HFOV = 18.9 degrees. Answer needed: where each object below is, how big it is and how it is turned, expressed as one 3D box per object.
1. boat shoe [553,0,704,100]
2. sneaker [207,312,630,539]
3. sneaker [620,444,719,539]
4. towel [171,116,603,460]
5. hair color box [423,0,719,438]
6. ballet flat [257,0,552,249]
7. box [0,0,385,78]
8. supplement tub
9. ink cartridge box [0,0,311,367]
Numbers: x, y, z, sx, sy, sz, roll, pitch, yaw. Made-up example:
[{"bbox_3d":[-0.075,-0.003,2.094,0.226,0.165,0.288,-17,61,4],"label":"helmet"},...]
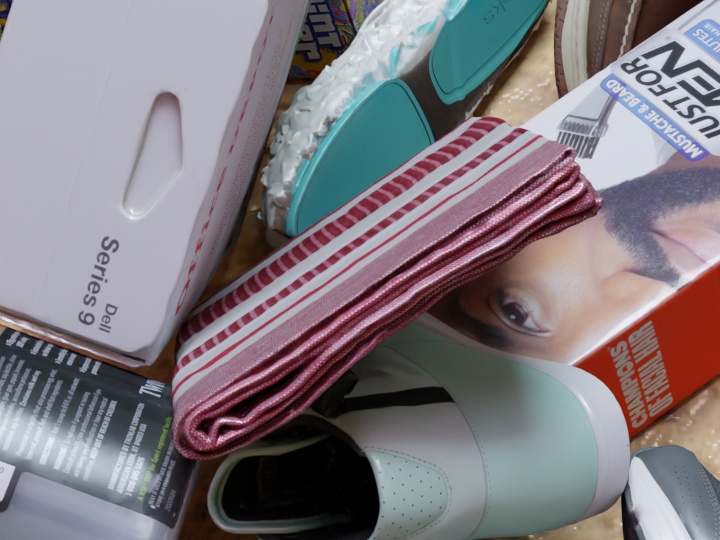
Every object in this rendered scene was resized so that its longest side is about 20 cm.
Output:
[{"bbox_3d":[0.137,-0.148,0.864,0.075,0.075,0.203,18,95,33],"label":"boat shoe"},{"bbox_3d":[-0.018,0.052,0.739,0.118,0.074,0.200,-6,7,-37],"label":"sneaker"},{"bbox_3d":[0.152,0.131,0.683,0.085,0.075,0.200,-25,56,-10],"label":"sneaker"},{"bbox_3d":[0.000,0.000,0.715,0.144,0.023,0.200,-34,9,0],"label":"towel"},{"bbox_3d":[0.111,-0.018,0.819,0.200,0.064,0.111,-36,50,-10],"label":"hair color box"},{"bbox_3d":[0.010,-0.072,0.904,0.072,0.072,0.200,19,53,31],"label":"ballet flat"},{"bbox_3d":[-0.081,-0.198,0.997,0.192,0.122,0.200,-1,51,19],"label":"box"},{"bbox_3d":[-0.160,0.068,0.726,0.200,0.123,0.123,20,55,-3],"label":"supplement tub"},{"bbox_3d":[-0.077,-0.066,0.799,0.087,0.146,0.200,19,15,-1],"label":"ink cartridge box"}]
